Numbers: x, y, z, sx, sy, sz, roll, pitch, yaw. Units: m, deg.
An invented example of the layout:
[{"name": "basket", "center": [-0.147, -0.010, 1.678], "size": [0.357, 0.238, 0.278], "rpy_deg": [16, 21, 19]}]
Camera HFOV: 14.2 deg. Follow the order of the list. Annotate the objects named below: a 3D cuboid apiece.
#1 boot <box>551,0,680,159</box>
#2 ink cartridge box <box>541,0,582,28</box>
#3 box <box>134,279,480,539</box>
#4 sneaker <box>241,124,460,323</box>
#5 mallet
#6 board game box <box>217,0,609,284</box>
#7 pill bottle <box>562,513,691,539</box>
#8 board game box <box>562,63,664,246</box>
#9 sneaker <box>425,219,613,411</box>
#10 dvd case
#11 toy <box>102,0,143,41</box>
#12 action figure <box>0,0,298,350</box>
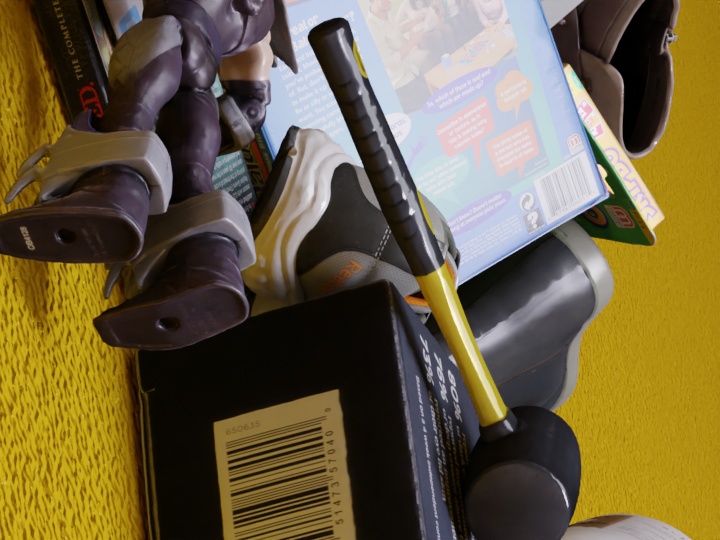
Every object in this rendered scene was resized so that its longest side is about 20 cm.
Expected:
[{"name": "boot", "center": [0.099, -0.092, 1.508], "size": [0.146, 0.070, 0.201], "rpy_deg": [34, -50, 43]}, {"name": "ink cartridge box", "center": [0.048, -0.236, 1.398], "size": [0.200, 0.145, 0.145], "rpy_deg": [55, -8, -30]}, {"name": "box", "center": [0.005, 0.119, 1.080], "size": [0.200, 0.104, 0.148], "rpy_deg": [54, 24, -55]}, {"name": "sneaker", "center": [0.000, 0.000, 1.131], "size": [0.200, 0.079, 0.074], "rpy_deg": [67, 47, -83]}, {"name": "mallet", "center": [0.026, 0.009, 1.005], "size": [0.066, 0.041, 0.200], "rpy_deg": [-80, 147, -66]}, {"name": "board game box", "center": [0.010, -0.089, 1.250], "size": [0.045, 0.152, 0.200], "rpy_deg": [15, -50, 58]}, {"name": "pill bottle", "center": [0.113, 0.180, 1.404], "size": [0.200, 0.114, 0.115], "rpy_deg": [5, 70, -75]}, {"name": "board game box", "center": [0.073, -0.063, 1.420], "size": [0.096, 0.030, 0.200], "rpy_deg": [55, -18, -24]}, {"name": "sneaker", "center": [0.053, 0.045, 1.445], "size": [0.075, 0.106, 0.200], "rpy_deg": [50, -21, 16]}, {"name": "dvd case", "center": [-0.086, -0.079, 1.117], "size": [0.146, 0.022, 0.201], "rpy_deg": [-46, 118, -74]}, {"name": "toy", "center": [-0.089, -0.184, 1.084], "size": [0.115, 0.047, 0.200], "rpy_deg": [-63, 134, -67]}, {"name": "action figure", "center": [-0.068, -0.070, 1.010], "size": [0.130, 0.069, 0.200], "rpy_deg": [57, 31, -38]}]
